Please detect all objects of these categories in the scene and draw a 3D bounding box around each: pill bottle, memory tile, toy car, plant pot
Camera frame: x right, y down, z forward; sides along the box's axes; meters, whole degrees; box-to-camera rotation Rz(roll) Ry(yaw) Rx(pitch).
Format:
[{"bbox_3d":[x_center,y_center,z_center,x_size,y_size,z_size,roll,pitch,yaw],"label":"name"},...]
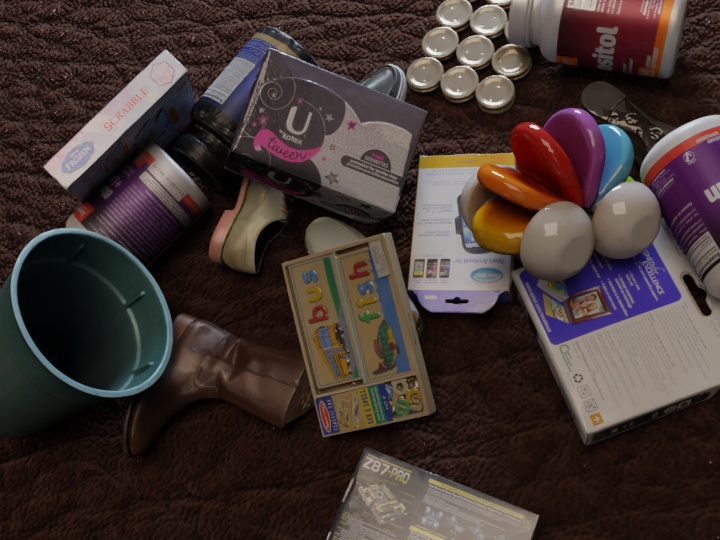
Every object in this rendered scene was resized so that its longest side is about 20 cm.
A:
[{"bbox_3d":[0.378,-0.051,0.958,0.112,0.113,0.201,-25,66,3],"label":"pill bottle"},{"bbox_3d":[0.158,-0.301,1.220,0.152,0.017,0.201,18,71,22],"label":"memory tile"},{"bbox_3d":[0.207,-0.093,0.982,0.198,0.151,0.175,-16,31,-23],"label":"toy car"},{"bbox_3d":[0.284,-0.300,1.125,0.198,0.113,0.114,13,70,18],"label":"pill bottle"},{"bbox_3d":[-0.350,0.086,1.064,0.195,0.199,0.202,-32,56,34],"label":"plant pot"},{"bbox_3d":[-0.295,-0.054,1.176,0.200,0.112,0.111,-45,62,-8],"label":"pill bottle"},{"bbox_3d":[-0.146,-0.204,1.205,0.111,0.112,0.201,32,78,26],"label":"pill bottle"}]

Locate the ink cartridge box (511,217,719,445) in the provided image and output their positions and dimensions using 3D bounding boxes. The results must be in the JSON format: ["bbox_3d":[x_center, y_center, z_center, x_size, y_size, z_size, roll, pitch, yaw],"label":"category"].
[{"bbox_3d":[0.289,0.058,0.998,0.198,0.043,0.199,-20,63,-1],"label":"ink cartridge box"}]

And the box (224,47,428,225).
[{"bbox_3d":[-0.043,-0.150,1.092,0.198,0.115,0.133,20,81,-9],"label":"box"}]

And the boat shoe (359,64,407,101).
[{"bbox_3d":[-0.009,-0.188,1.190,0.068,0.057,0.201,30,77,25],"label":"boat shoe"}]

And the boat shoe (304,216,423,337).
[{"bbox_3d":[0.000,0.000,1.093,0.075,0.068,0.200,-42,62,-6],"label":"boat shoe"}]

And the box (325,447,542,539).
[{"bbox_3d":[0.064,0.291,0.953,0.198,0.049,0.162,16,73,22],"label":"box"}]

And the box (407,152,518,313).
[{"bbox_3d":[0.121,-0.040,1.097,0.118,0.042,0.202,0,68,16],"label":"box"}]

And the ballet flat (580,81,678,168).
[{"bbox_3d":[0.333,-0.146,1.088,0.067,0.046,0.200,-44,67,-4],"label":"ballet flat"}]

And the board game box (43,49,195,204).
[{"bbox_3d":[-0.293,-0.167,1.182,0.041,0.200,0.200,43,81,-1],"label":"board game box"}]

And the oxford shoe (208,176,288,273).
[{"bbox_3d":[-0.113,-0.088,1.171,0.073,0.071,0.201,23,83,18],"label":"oxford shoe"}]

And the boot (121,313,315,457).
[{"bbox_3d":[-0.155,0.154,1.074,0.198,0.064,0.188,17,73,17],"label":"boot"}]

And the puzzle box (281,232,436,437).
[{"bbox_3d":[-0.005,0.071,1.026,0.132,0.025,0.202,-16,87,23],"label":"puzzle box"}]
